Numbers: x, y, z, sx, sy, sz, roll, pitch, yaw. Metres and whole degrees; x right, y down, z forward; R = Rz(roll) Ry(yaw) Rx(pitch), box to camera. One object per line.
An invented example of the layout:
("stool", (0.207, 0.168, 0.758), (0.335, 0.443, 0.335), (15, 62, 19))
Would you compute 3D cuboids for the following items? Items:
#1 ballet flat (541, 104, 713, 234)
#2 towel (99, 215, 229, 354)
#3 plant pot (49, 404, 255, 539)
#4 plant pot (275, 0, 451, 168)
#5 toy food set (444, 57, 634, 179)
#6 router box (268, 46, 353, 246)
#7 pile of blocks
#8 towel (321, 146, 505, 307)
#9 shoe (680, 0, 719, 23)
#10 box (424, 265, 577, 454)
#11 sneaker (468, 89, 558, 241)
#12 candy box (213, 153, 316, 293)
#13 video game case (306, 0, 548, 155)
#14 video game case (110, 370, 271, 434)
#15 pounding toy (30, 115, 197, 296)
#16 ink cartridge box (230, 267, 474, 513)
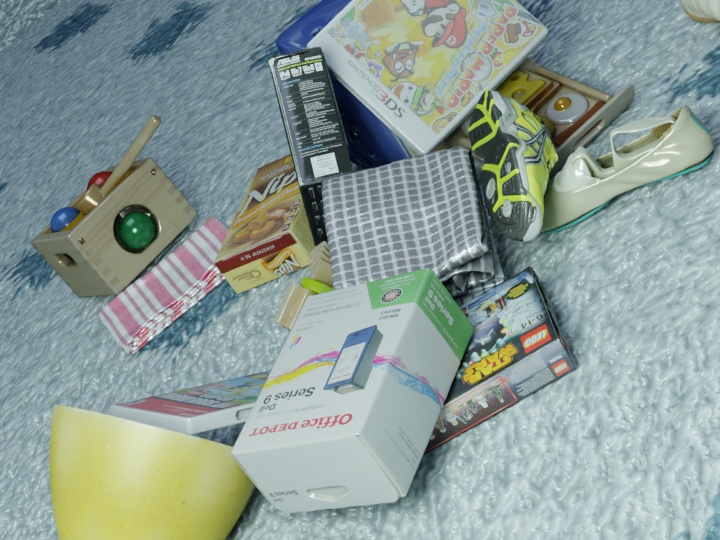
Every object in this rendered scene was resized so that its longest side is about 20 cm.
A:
("ballet flat", (0.244, -0.103, 1.541), (0.199, 0.070, 0.070), (-25, 28, 21))
("towel", (-0.235, 0.014, 1.963), (0.200, 0.030, 0.146), (-40, 26, -8))
("plant pot", (-0.198, 0.215, 1.435), (0.199, 0.199, 0.143), (1, 74, 51))
("plant pot", (0.052, -0.231, 1.847), (0.200, 0.200, 0.180), (-39, 33, -9))
("toy food set", (0.181, -0.178, 1.711), (0.143, 0.061, 0.200), (-43, 41, -13))
("router box", (-0.046, -0.132, 1.735), (0.062, 0.151, 0.200), (-15, -18, -2))
("pile of blocks", (0.000, 0.000, 1.643), (0.200, 0.082, 0.062), (-43, 27, -16))
("towel", (0.048, -0.033, 1.554), (0.164, 0.086, 0.201), (-13, 39, 4))
("shoe", (0.393, -0.298, 1.700), (0.070, 0.053, 0.200), (-35, 26, 2))
("box", (0.090, 0.089, 1.436), (0.199, 0.040, 0.137), (-31, 28, 10))
("sneaker", (0.161, -0.105, 1.550), (0.201, 0.076, 0.076), (-96, 25, -45))
("candy box", (-0.092, -0.068, 1.896), (0.115, 0.055, 0.201), (-21, 30, 28))
("video game case", (0.073, -0.251, 1.725), (0.200, 0.182, 0.023), (-45, -11, -10))
("video game case", (-0.121, 0.125, 1.529), (0.199, 0.018, 0.143), (-10, 7, -38))
("pounding toy", (-0.318, -0.081, 2.061), (0.184, 0.142, 0.200), (-47, 19, -22))
("ink cartridge box", (-0.004, 0.105, 1.381), (0.145, 0.088, 0.201), (-13, 38, 37))
